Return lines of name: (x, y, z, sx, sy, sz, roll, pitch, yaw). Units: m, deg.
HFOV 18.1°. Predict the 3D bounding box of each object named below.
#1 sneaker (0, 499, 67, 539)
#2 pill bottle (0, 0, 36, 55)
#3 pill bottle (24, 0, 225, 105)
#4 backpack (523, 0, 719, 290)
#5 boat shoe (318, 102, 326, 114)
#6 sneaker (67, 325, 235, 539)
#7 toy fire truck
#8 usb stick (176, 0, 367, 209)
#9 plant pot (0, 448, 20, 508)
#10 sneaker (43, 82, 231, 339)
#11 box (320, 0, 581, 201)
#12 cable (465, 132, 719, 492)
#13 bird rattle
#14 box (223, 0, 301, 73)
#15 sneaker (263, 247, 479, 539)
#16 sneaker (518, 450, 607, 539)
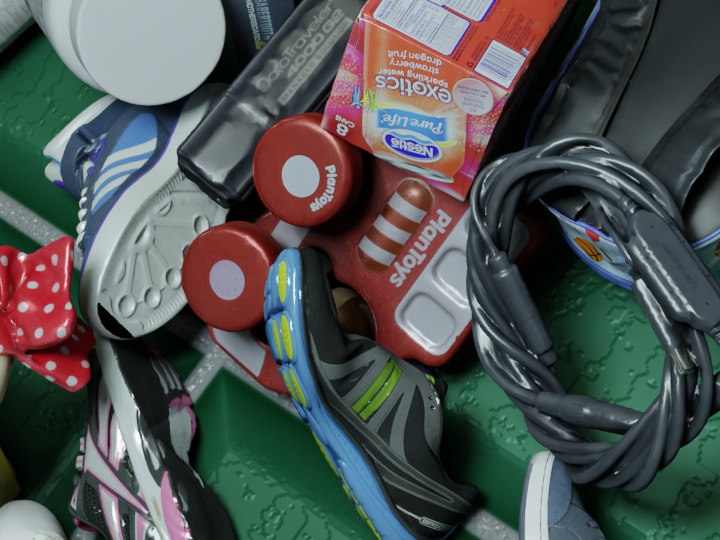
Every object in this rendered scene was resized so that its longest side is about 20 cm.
sneaker: (-0.175, 0.193, 1.344, 0.089, 0.075, 0.200, -51, 31, 20)
pill bottle: (-0.276, -0.206, 1.594, 0.200, 0.110, 0.110, -42, 58, -2)
pill bottle: (-0.154, -0.178, 1.473, 0.113, 0.114, 0.200, -39, 25, 0)
backpack: (0.193, -0.079, 1.323, 0.199, 0.154, 0.191, 29, 71, 38)
boat shoe: (0.046, -0.142, 1.457, 0.068, 0.074, 0.199, 40, 78, 24)
sneaker: (-0.150, 0.121, 1.406, 0.086, 0.080, 0.201, -33, 52, 16)
toy fire truck: (0.000, 0.000, 1.375, 0.168, 0.112, 0.201, 40, 112, 13)
usb stick: (-0.038, -0.127, 1.416, 0.055, 0.033, 0.200, 37, 81, 12)
plant pot: (-0.330, 0.099, 1.425, 0.176, 0.200, 0.200, -27, 57, -10)
sneaker: (-0.160, -0.039, 1.469, 0.146, 0.081, 0.201, -2, 52, 42)
box: (0.066, -0.149, 1.338, 0.099, 0.096, 0.200, 27, 46, 5)
cable: (0.126, 0.021, 1.255, 0.200, 0.051, 0.164, 55, 135, 23)
bird rattle: (-0.259, 0.044, 1.330, 0.199, 0.113, 0.164, 24, 60, -6)
box: (-0.069, -0.239, 1.497, 0.051, 0.158, 0.201, -8, 61, 2)
sneaker: (0.005, 0.071, 1.328, 0.082, 0.200, 0.071, -31, 13, -10)
sneaker: (0.162, 0.187, 1.252, 0.145, 0.077, 0.203, -7, 54, 8)
